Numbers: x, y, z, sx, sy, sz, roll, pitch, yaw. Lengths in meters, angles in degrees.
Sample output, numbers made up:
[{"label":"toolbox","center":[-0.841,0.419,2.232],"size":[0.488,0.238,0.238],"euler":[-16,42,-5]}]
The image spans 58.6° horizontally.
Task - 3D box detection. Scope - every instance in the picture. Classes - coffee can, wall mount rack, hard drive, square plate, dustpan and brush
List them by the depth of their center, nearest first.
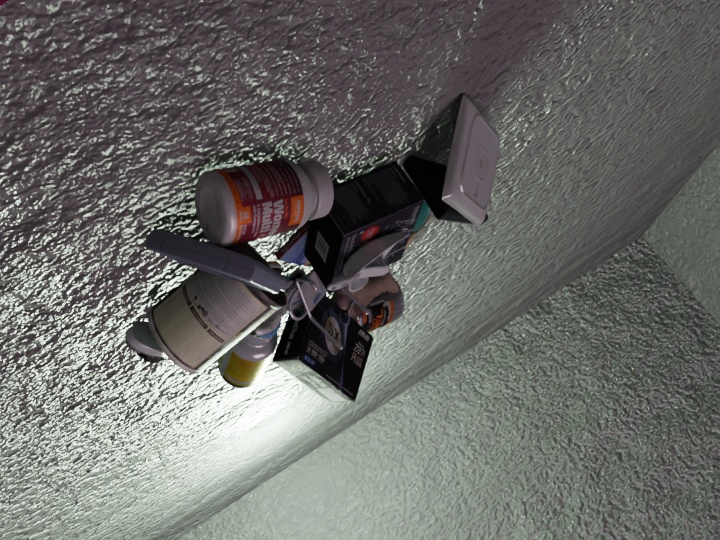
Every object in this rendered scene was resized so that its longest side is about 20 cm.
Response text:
[{"label":"coffee can","center":[-0.249,0.062,1.122],"size":[0.199,0.148,0.146],"euler":[-38,159,8]},{"label":"dustpan and brush","center":[0.000,0.000,1.148],"size":[0.198,0.058,0.140],"euler":[-9,146,-47]},{"label":"square plate","center":[0.223,-0.206,1.243],"size":[0.199,0.028,0.203],"euler":[21,78,-57]},{"label":"hard drive","center":[0.177,-0.160,1.309],"size":[0.033,0.141,0.198],"euler":[-40,159,27]},{"label":"wall mount rack","center":[-0.061,0.055,1.348],"size":[0.200,0.073,0.177],"euler":[-49,132,-39]}]

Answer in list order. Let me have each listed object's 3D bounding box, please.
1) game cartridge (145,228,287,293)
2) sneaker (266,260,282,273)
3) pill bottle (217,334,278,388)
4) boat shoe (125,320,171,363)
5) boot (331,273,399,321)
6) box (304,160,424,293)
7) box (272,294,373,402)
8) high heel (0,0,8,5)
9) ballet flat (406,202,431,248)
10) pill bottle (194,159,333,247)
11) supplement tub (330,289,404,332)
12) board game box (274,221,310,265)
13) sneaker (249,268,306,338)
[{"label":"game cartridge","center":[-0.221,-0.014,0.978],"size":[0.042,0.196,0.133],"euler":[-70,159,-11]},{"label":"sneaker","center":[-0.225,0.064,1.246],"size":[0.198,0.088,0.076],"euler":[-35,157,-5]},{"label":"pill bottle","center":[-0.241,0.164,1.393],"size":[0.110,0.113,0.201],"euler":[-19,154,-34]},{"label":"boat shoe","center":[-0.385,0.144,1.211],"size":[0.066,0.070,0.200],"euler":[-39,166,8]},{"label":"boot","center":[0.008,0.056,1.500],"size":[0.199,0.069,0.149],"euler":[39,71,-42]},{"label":"box","center":[0.003,-0.079,1.214],"size":[0.180,0.105,0.201],"euler":[-26,157,-25]},{"label":"box","center":[-0.078,0.173,1.418],"size":[0.085,0.166,0.200],"euler":[-12,137,40]},{"label":"high heel","center":[-0.288,-0.235,0.547],"size":[0.200,0.068,0.096],"euler":[-43,147,10]},{"label":"ballet flat","center":[0.108,-0.105,1.440],"size":[0.070,0.071,0.201],"euler":[-15,150,-40]},{"label":"pill bottle","center":[-0.143,-0.109,0.979],"size":[0.197,0.111,0.110],"euler":[-17,153,-38]},{"label":"supplement tub","center":[0.005,0.094,1.605],"size":[0.197,0.124,0.123],"euler":[-17,153,-38]},{"label":"board game box","center":[-0.071,-0.086,1.259],"size":[0.199,0.020,0.102],"euler":[-43,156,17]},{"label":"sneaker","center":[-0.171,0.058,1.309],"size":[0.200,0.074,0.088],"euler":[-51,166,-52]}]
